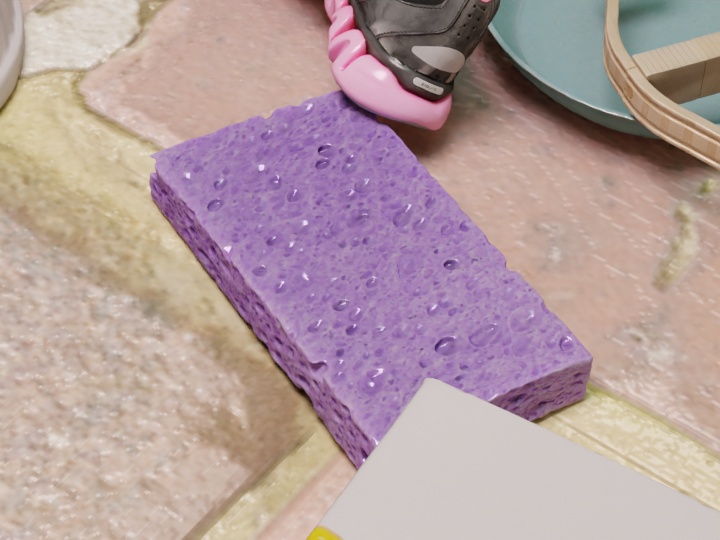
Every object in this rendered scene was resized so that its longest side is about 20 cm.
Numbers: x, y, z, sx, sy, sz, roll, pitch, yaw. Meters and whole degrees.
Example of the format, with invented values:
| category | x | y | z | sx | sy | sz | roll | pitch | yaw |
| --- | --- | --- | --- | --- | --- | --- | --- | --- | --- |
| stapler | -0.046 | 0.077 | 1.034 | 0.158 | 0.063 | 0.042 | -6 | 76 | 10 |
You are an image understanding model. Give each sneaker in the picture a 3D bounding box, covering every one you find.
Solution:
| category | x | y | z | sx | sy | sz | roll | pitch | yaw |
| --- | --- | --- | --- | --- | --- | --- | --- | --- | --- |
| sneaker | 0.015 | -0.162 | 0.930 | 0.079 | 0.096 | 0.201 | 10 | 39 | -35 |

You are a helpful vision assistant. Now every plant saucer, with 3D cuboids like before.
| category | x | y | z | sx | sy | sz | roll | pitch | yaw |
| --- | --- | --- | --- | --- | --- | --- | --- | --- | --- |
| plant saucer | 0.155 | -0.128 | 0.964 | 0.198 | 0.036 | 0.201 | 2 | 47 | -2 |

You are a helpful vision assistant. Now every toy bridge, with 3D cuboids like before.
| category | x | y | z | sx | sy | sz | roll | pitch | yaw |
| --- | --- | --- | --- | --- | --- | --- | --- | --- | --- |
| toy bridge | 0.155 | -0.093 | 0.887 | 0.067 | 0.027 | 0.201 | -15 | 50 | -15 |

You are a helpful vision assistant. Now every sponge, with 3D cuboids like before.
| category | x | y | z | sx | sy | sz | roll | pitch | yaw |
| --- | --- | --- | --- | --- | --- | --- | --- | --- | --- |
| sponge | 0.000 | 0.000 | 0.833 | 0.111 | 0.030 | 0.200 | -21 | 51 | -24 |

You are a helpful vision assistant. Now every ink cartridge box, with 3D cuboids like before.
| category | x | y | z | sx | sy | sz | roll | pitch | yaw |
| --- | --- | --- | --- | --- | --- | --- | --- | --- | --- |
| ink cartridge box | 0.029 | 0.169 | 0.594 | 0.144 | 0.148 | 0.200 | 25 | 49 | 19 |

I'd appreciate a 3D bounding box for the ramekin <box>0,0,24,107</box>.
| category | x | y | z | sx | sy | sz | roll | pitch | yaw |
| --- | --- | --- | --- | --- | --- | --- | --- | --- | --- |
| ramekin | -0.262 | -0.139 | 0.898 | 0.201 | 0.095 | 0.203 | 3 | 47 | -3 |
